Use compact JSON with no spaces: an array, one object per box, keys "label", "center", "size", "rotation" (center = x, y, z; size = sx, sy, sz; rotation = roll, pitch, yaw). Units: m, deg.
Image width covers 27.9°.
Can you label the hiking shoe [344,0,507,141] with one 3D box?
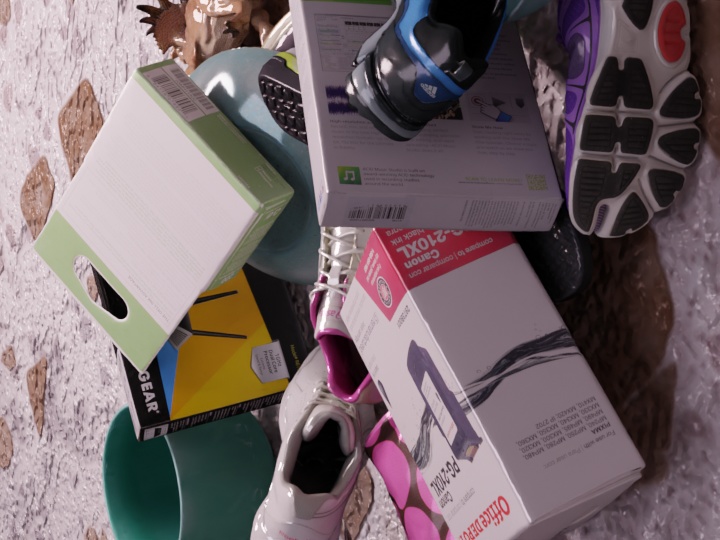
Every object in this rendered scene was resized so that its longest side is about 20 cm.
[{"label":"hiking shoe","center":[0.058,-0.163,0.847],"size":[0.086,0.074,0.201],"rotation":[-23,42,41]}]

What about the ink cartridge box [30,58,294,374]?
[{"label":"ink cartridge box","center":[-0.156,-0.038,1.106],"size":[0.146,0.048,0.200],"rotation":[46,127,11]}]

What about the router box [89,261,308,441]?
[{"label":"router box","center":[-0.137,0.023,1.192],"size":[0.051,0.148,0.201],"rotation":[117,137,-67]}]

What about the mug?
[{"label":"mug","center":[-0.135,0.170,1.245],"size":[0.152,0.114,0.186],"rotation":[53,134,37]}]

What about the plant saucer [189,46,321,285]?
[{"label":"plant saucer","center":[-0.072,-0.069,1.105],"size":[0.200,0.039,0.202],"rotation":[18,126,26]}]

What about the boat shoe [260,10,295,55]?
[{"label":"boat shoe","center":[-0.050,-0.130,1.125],"size":[0.065,0.072,0.200],"rotation":[56,138,21]}]

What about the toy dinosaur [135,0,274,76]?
[{"label":"toy dinosaur","center":[-0.121,-0.216,1.202],"size":[0.200,0.085,0.136],"rotation":[-47,51,40]}]

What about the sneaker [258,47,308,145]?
[{"label":"sneaker","center":[0.011,-0.112,0.965],"size":[0.200,0.083,0.072],"rotation":[38,154,38]}]

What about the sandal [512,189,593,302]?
[{"label":"sandal","center":[0.104,-0.028,0.946],"size":[0.200,0.048,0.076],"rotation":[-156,64,-65]}]

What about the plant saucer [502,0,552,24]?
[{"label":"plant saucer","center":[0.118,-0.237,0.839],"size":[0.200,0.036,0.201],"rotation":[-168,90,-79]}]

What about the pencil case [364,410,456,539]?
[{"label":"pencil case","center":[0.068,0.187,0.986],"size":[0.094,0.090,0.201],"rotation":[-52,51,51]}]

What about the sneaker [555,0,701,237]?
[{"label":"sneaker","center":[0.151,-0.120,0.852],"size":[0.083,0.080,0.202],"rotation":[-171,87,-70]}]

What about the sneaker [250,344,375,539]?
[{"label":"sneaker","center":[-0.021,0.119,1.054],"size":[0.100,0.077,0.201],"rotation":[112,172,-45]}]

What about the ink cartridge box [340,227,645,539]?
[{"label":"ink cartridge box","center":[0.075,0.072,0.904],"size":[0.201,0.084,0.145],"rotation":[62,162,16]}]

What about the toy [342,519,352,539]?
[{"label":"toy","center":[0.024,0.244,1.024],"size":[0.200,0.047,0.116],"rotation":[-134,23,-81]}]

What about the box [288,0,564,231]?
[{"label":"box","center":[0.035,-0.112,0.891],"size":[0.036,0.143,0.201],"rotation":[109,158,-52]}]

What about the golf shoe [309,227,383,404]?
[{"label":"golf shoe","center":[0.000,0.000,1.020],"size":[0.075,0.091,0.201],"rotation":[-4,104,36]}]
